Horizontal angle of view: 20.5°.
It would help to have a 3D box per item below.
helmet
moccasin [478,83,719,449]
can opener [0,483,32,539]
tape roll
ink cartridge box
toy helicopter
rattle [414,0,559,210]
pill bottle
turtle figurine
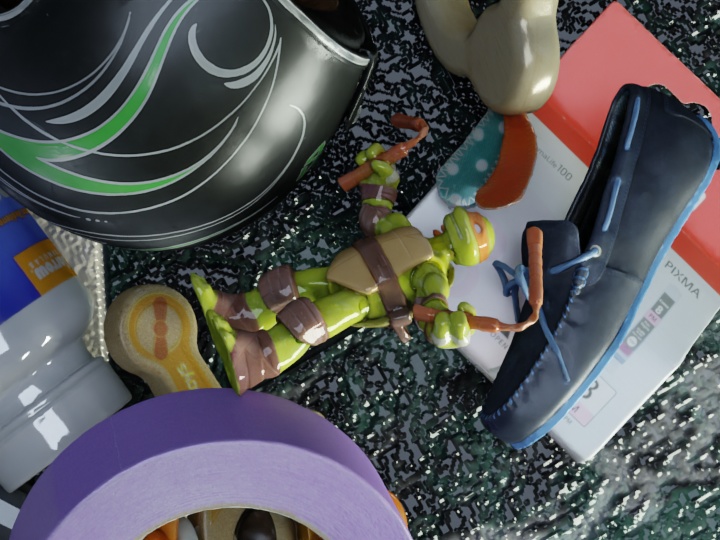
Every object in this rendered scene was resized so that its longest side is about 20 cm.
[{"bbox_3d":[-0.111,-0.106,1.002,0.191,0.200,0.200,-39,92,16],"label":"helmet"},{"bbox_3d":[0.108,-0.006,1.027,0.068,0.080,0.200,36,71,-17],"label":"moccasin"},{"bbox_3d":[-0.146,0.165,1.065,0.200,0.053,0.067,32,89,-2],"label":"can opener"},{"bbox_3d":[-0.071,0.161,0.964,0.199,0.066,0.201,-4,111,-12],"label":"tape roll"},{"bbox_3d":[0.128,-0.023,1.081,0.163,0.057,0.200,43,93,-1],"label":"ink cartridge box"},{"bbox_3d":[-0.076,0.101,1.022,0.132,0.079,0.200,-35,102,-25],"label":"toy helicopter"},{"bbox_3d":[0.104,-0.130,1.058,0.143,0.130,0.201,0,71,-43],"label":"rattle"},{"bbox_3d":[-0.209,0.011,1.033,0.112,0.112,0.200,-38,92,-2],"label":"pill bottle"},{"bbox_3d":[0.000,0.000,0.989,0.161,0.200,0.065,-21,129,-6],"label":"turtle figurine"}]
